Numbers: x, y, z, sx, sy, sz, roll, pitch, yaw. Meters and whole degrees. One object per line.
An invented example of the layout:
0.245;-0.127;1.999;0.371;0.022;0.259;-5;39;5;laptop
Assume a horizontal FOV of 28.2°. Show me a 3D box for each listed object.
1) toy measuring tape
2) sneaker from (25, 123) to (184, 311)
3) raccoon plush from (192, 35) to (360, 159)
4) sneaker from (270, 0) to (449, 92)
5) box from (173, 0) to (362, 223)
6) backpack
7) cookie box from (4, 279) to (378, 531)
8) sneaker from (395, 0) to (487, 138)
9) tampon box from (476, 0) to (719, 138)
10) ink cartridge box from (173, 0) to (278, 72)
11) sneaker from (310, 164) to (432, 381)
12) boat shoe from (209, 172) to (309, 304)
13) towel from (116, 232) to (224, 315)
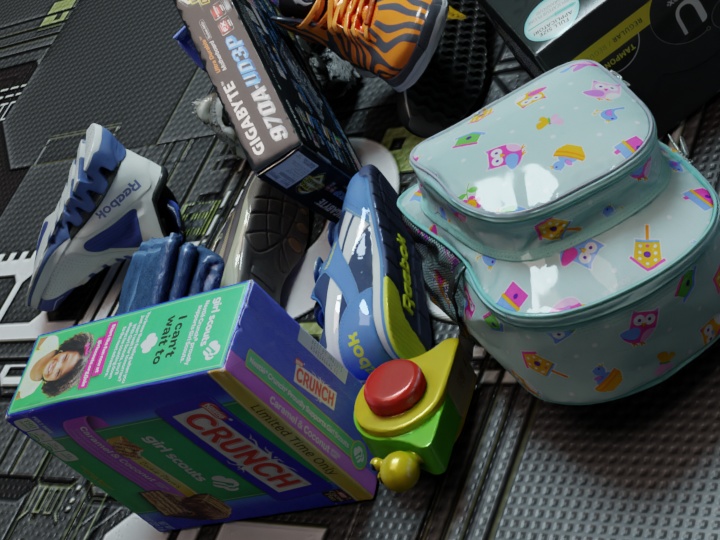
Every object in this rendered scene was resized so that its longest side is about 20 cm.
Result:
0.041;0.067;0.959;0.073;0.074;0.201;-15;36;32;toy measuring tape
-0.225;-0.030;1.297;0.200;0.114;0.081;-56;23;35;sneaker
-0.065;-0.179;1.323;0.134;0.097;0.200;-36;4;32;raccoon plush
-0.010;-0.196;1.124;0.078;0.111;0.200;-68;19;-4;sneaker
-0.072;-0.147;1.131;0.046;0.159;0.201;-31;70;12;box
0.131;-0.022;0.883;0.174;0.154;0.200;-27;44;-9;backpack
-0.108;0.099;0.975;0.198;0.171;0.076;-15;46;33;cookie box
0.058;-0.182;1.207;0.090;0.069;0.202;-44;31;54;sneaker
0.177;-0.202;1.047;0.149;0.126;0.201;-38;36;7;tampon box
-0.103;-0.230;1.322;0.119;0.042;0.200;-42;-3;4;ink cartridge box
0.000;0.000;1.056;0.082;0.074;0.201;-29;36;24;sneaker
-0.099;-0.007;1.155;0.073;0.075;0.201;-14;43;33;boat shoe
-0.158;0.029;1.120;0.200;0.048;0.113;-177;102;-73;towel
